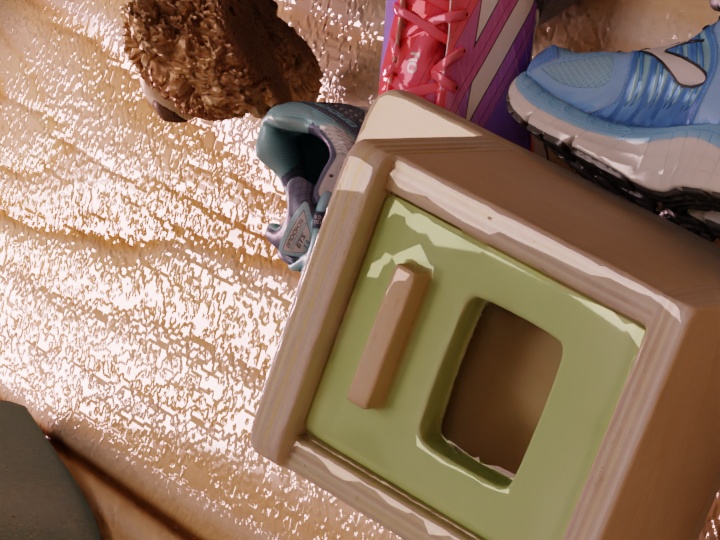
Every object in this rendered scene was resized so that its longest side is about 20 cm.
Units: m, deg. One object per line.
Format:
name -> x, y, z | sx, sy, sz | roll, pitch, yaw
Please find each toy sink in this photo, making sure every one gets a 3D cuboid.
toy sink -> 0.039, 0.026, 0.860 | 0.199, 0.112, 0.131 | 30, 109, 28

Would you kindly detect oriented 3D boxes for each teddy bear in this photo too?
teddy bear -> -0.079, -0.137, 1.147 | 0.067, 0.145, 0.201 | -30, 50, 20

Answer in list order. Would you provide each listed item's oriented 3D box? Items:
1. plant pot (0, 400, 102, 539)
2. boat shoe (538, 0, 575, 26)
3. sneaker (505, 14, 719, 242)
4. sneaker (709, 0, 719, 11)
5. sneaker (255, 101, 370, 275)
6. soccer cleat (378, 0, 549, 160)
plant pot -> -0.248, 0.196, 1.259 | 0.200, 0.195, 0.197 | 35, 108, 45
boat shoe -> 0.093, -0.185, 0.982 | 0.200, 0.072, 0.071 | -55, 14, 36
sneaker -> 0.137, -0.061, 0.876 | 0.200, 0.078, 0.090 | 24, 80, 54
sneaker -> 0.209, -0.141, 0.761 | 0.199, 0.060, 0.105 | 0, 90, 38
sneaker -> 0.000, 0.000, 1.030 | 0.078, 0.086, 0.201 | -55, 39, 30
soccer cleat -> 0.036, -0.088, 0.954 | 0.068, 0.073, 0.202 | 5, 108, 41
